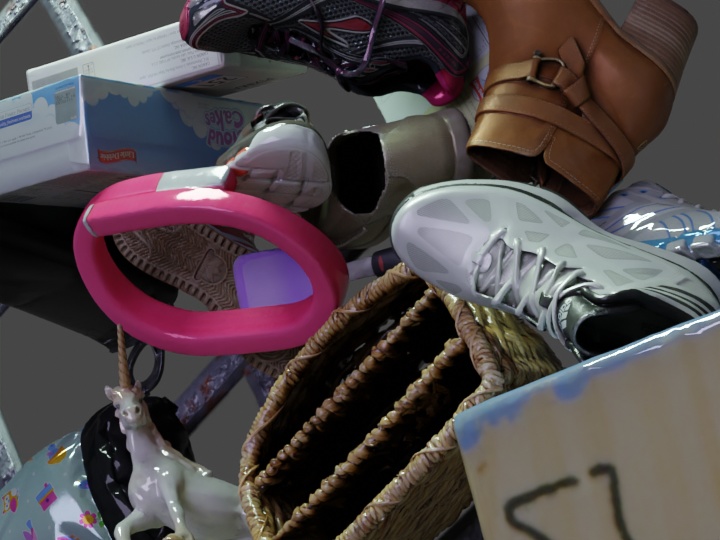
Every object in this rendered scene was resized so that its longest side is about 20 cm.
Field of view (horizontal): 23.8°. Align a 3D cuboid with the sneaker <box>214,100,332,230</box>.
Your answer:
[{"bbox_3d":[-0.062,-0.081,1.147,0.200,0.076,0.083,140,139,-73],"label":"sneaker"}]

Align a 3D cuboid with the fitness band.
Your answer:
[{"bbox_3d":[-0.102,-0.001,1.123,0.199,0.144,0.038,-5,43,32],"label":"fitness band"}]

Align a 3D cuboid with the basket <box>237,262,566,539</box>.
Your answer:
[{"bbox_3d":[0.008,0.088,1.052,0.200,0.149,0.143,-47,68,16],"label":"basket"}]

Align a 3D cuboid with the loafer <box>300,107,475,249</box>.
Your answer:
[{"bbox_3d":[0.002,-0.064,1.155,0.200,0.068,0.076,-30,65,58],"label":"loafer"}]

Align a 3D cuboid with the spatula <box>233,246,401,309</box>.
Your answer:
[{"bbox_3d":[0.000,0.000,1.139,0.199,0.020,0.057,-13,84,34],"label":"spatula"}]

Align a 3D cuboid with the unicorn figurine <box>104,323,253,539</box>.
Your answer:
[{"bbox_3d":[-0.110,0.152,1.126,0.074,0.200,0.138,-42,26,19],"label":"unicorn figurine"}]

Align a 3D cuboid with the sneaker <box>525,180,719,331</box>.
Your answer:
[{"bbox_3d":[0.188,-0.021,1.022,0.199,0.075,0.087,-7,51,31],"label":"sneaker"}]

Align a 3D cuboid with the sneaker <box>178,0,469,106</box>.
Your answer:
[{"bbox_3d":[-0.020,-0.155,1.122,0.081,0.198,0.075,123,146,-64],"label":"sneaker"}]

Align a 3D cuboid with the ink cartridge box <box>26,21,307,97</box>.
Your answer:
[{"bbox_3d":[-0.119,-0.149,1.276,0.199,0.176,0.045,-10,88,38],"label":"ink cartridge box"}]

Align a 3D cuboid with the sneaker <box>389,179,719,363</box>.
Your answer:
[{"bbox_3d":[0.103,0.002,0.928,0.199,0.115,0.076,18,101,11],"label":"sneaker"}]

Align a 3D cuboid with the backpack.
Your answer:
[{"bbox_3d":[-0.200,0.200,1.221,0.200,0.126,0.168,-41,54,24],"label":"backpack"}]

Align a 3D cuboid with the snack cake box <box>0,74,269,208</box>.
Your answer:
[{"bbox_3d":[-0.164,-0.086,1.227,0.114,0.199,0.068,-12,81,36],"label":"snack cake box"}]

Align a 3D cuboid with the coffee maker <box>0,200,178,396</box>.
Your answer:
[{"bbox_3d":[-0.238,-0.020,1.286,0.135,0.199,0.193,-47,49,21],"label":"coffee maker"}]

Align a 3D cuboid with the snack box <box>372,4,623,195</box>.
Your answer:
[{"bbox_3d":[0.085,-0.098,1.158,0.116,0.037,0.201,-42,51,22],"label":"snack box"}]

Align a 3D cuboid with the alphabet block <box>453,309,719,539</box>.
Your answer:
[{"bbox_3d":[0.189,0.139,0.842,0.194,0.196,0.202,-24,72,32],"label":"alphabet block"}]

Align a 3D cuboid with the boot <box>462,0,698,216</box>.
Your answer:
[{"bbox_3d":[0.099,-0.129,1.074,0.199,0.077,0.156,29,66,7],"label":"boot"}]

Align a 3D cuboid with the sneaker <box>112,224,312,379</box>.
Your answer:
[{"bbox_3d":[-0.081,0.014,1.246,0.199,0.112,0.071,37,96,12],"label":"sneaker"}]
